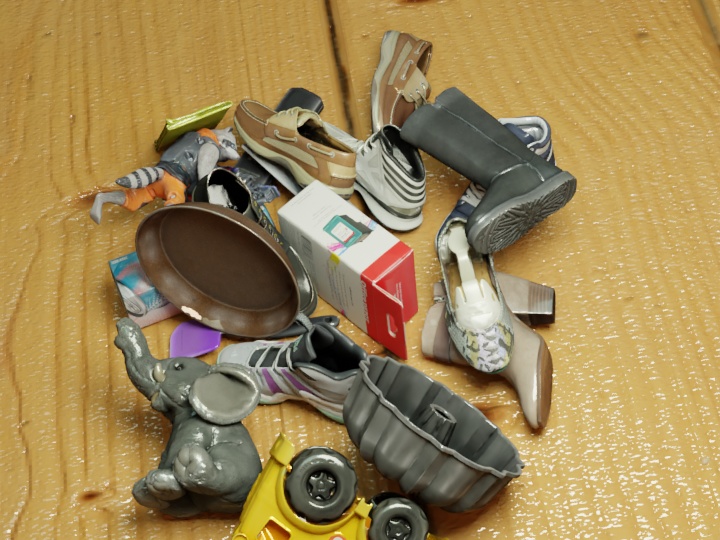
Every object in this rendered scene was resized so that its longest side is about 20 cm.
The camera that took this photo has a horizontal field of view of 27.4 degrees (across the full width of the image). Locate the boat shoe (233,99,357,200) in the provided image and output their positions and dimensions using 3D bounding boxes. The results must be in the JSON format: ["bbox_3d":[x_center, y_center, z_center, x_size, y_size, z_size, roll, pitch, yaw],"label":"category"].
[{"bbox_3d":[-0.071,-0.160,1.783,0.200,0.074,0.076,38,30,31],"label":"boat shoe"}]

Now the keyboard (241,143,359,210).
[{"bbox_3d":[-0.061,-0.099,1.803,0.200,0.011,0.056,42,43,21],"label":"keyboard"}]

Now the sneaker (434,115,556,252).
[{"bbox_3d":[0.157,-0.104,1.751,0.070,0.109,0.200,35,64,29],"label":"sneaker"}]

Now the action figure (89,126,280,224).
[{"bbox_3d":[-0.200,-0.112,1.764,0.199,0.105,0.194,2,35,36],"label":"action figure"}]

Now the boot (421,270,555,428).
[{"bbox_3d":[0.140,0.086,1.643,0.146,0.070,0.201,-1,51,14],"label":"boot"}]

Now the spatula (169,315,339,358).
[{"bbox_3d":[-0.123,0.070,1.708,0.199,0.021,0.057,-6,48,-1],"label":"spatula"}]

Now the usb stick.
[{"bbox_3d":[-0.112,-0.156,1.874,0.055,0.033,0.200,23,59,15],"label":"usb stick"}]

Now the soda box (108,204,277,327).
[{"bbox_3d":[-0.189,-0.004,1.742,0.199,0.068,0.064,-22,55,-10],"label":"soda box"}]

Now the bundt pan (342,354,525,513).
[{"bbox_3d":[0.066,0.176,1.515,0.202,0.202,0.076,40,104,30],"label":"bundt pan"}]

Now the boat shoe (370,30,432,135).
[{"bbox_3d":[0.054,-0.230,1.884,0.072,0.076,0.201,5,55,8],"label":"boat shoe"}]

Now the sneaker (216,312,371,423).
[{"bbox_3d":[-0.071,0.089,1.612,0.199,0.140,0.078,11,55,15],"label":"sneaker"}]

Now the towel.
[{"bbox_3d":[-0.208,-0.179,1.820,0.086,0.200,0.018,-24,92,-12],"label":"towel"}]

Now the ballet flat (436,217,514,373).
[{"bbox_3d":[0.119,0.019,1.615,0.072,0.072,0.201,-10,50,0],"label":"ballet flat"}]

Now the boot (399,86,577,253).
[{"bbox_3d":[0.119,-0.116,1.667,0.165,0.066,0.200,-27,56,-35],"label":"boot"}]

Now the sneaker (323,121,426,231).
[{"bbox_3d":[0.013,-0.148,1.790,0.076,0.116,0.200,-26,55,-36],"label":"sneaker"}]

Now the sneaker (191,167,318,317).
[{"bbox_3d":[-0.118,-0.025,1.657,0.075,0.106,0.200,-40,93,-10],"label":"sneaker"}]

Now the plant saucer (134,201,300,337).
[{"bbox_3d":[-0.152,-0.006,1.629,0.200,0.201,0.035,15,50,18],"label":"plant saucer"}]

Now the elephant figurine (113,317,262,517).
[{"bbox_3d":[-0.171,0.152,1.576,0.141,0.155,0.201,-15,58,24],"label":"elephant figurine"}]

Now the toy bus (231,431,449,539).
[{"bbox_3d":[-0.038,0.283,1.468,0.200,0.136,0.192,32,82,0],"label":"toy bus"}]

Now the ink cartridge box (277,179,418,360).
[{"bbox_3d":[0.000,0.000,1.687,0.067,0.116,0.200,-40,59,-23],"label":"ink cartridge box"}]
